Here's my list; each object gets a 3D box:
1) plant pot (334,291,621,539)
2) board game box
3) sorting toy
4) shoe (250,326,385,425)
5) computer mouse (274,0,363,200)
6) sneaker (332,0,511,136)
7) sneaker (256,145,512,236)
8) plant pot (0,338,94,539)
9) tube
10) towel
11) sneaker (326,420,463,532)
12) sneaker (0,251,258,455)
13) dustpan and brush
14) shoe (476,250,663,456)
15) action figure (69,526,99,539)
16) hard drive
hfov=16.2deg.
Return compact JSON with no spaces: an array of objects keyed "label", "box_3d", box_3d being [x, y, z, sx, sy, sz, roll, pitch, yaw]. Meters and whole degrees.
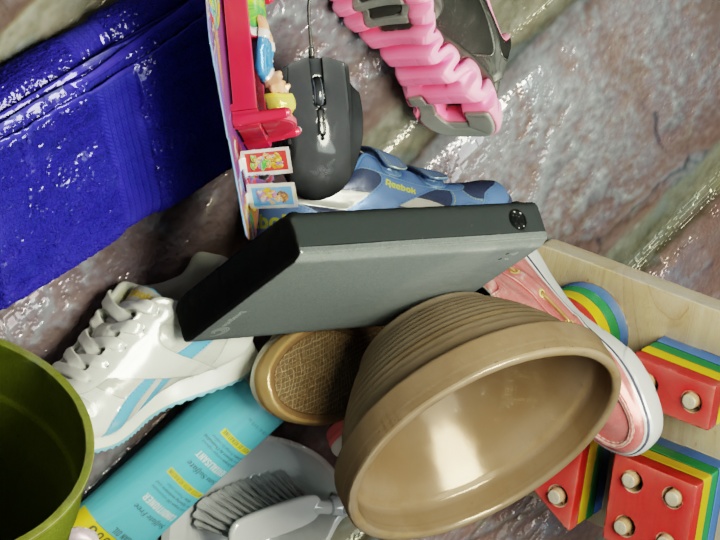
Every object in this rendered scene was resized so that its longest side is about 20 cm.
[{"label":"plant pot","box_3d":[0.063,0.081,1.652,0.200,0.093,0.201,-22,148,-14]},{"label":"board game box","box_3d":[-0.060,-0.122,1.536,0.039,0.158,0.201,-6,124,4]},{"label":"sorting toy","box_3d":[0.187,0.107,1.840,0.069,0.198,0.202,-24,128,-50]},{"label":"shoe","box_3d":[-0.019,0.063,1.706,0.199,0.053,0.071,-17,94,-56]},{"label":"computer mouse","box_3d":[-0.027,-0.141,1.592,0.058,0.034,0.202,-6,106,-11]},{"label":"sneaker","box_3d":[0.045,-0.179,1.671,0.200,0.078,0.096,55,51,-45]},{"label":"sneaker","box_3d":[0.016,-0.048,1.687,0.199,0.074,0.083,-10,93,-32]},{"label":"plant pot","box_3d":[-0.261,0.170,1.499,0.199,0.200,0.194,-22,138,-32]},{"label":"tube","box_3d":[-0.139,0.146,1.678,0.200,0.050,0.077,-43,130,3]},{"label":"towel","box_3d":[-0.160,-0.077,1.540,0.199,0.049,0.149,-33,130,-25]},{"label":"sneaker","box_3d":[0.069,0.143,1.772,0.199,0.087,0.074,2,150,-30]},{"label":"sneaker","box_3d":[-0.154,0.055,1.608,0.199,0.076,0.081,-29,122,-37]},{"label":"dustpan and brush","box_3d":[-0.041,0.164,1.770,0.199,0.057,0.141,-14,120,-37]},{"label":"shoe","box_3d":[0.122,0.057,1.767,0.091,0.200,0.072,-25,163,-52]},{"label":"action figure","box_3d":[-0.132,0.224,1.683,0.199,0.134,0.150,-20,87,-44]},{"label":"hard drive","box_3d":[0.000,0.000,1.595,0.199,0.033,0.139,-4,159,-38]}]
